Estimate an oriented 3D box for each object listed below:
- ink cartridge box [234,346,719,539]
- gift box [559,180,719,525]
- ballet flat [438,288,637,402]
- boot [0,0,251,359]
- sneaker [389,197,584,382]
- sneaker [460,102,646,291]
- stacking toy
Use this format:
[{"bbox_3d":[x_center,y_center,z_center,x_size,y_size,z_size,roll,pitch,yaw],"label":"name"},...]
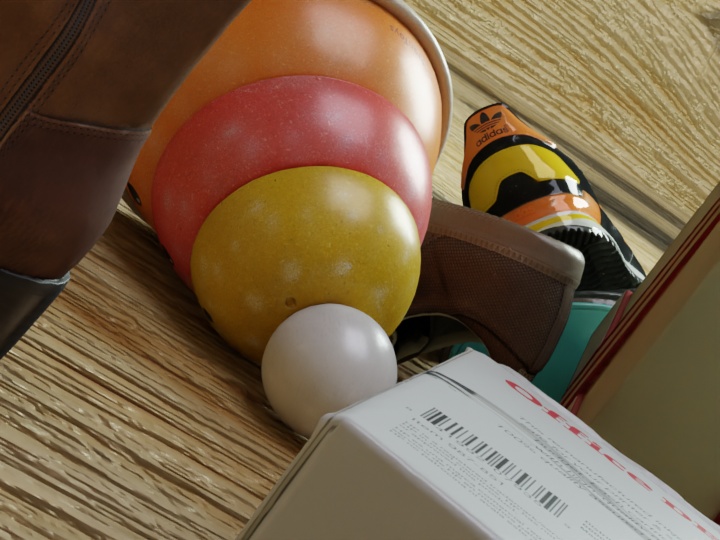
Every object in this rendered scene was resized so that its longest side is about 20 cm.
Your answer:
[{"bbox_3d":[0.047,0.102,0.630,0.145,0.084,0.200,37,10,8],"label":"ink cartridge box"},{"bbox_3d":[0.165,0.065,0.942,0.185,0.187,0.200,37,33,5],"label":"gift box"},{"bbox_3d":[0.133,0.039,1.095,0.200,0.068,0.068,-5,4,-3],"label":"ballet flat"},{"bbox_3d":[-0.112,-0.090,0.635,0.188,0.200,0.068,32,11,-27],"label":"boot"},{"bbox_3d":[0.000,0.000,1.038,0.200,0.076,0.070,16,-6,36],"label":"sneaker"},{"bbox_3d":[0.092,-0.020,1.148,0.200,0.070,0.090,51,17,-70],"label":"sneaker"},{"bbox_3d":[-0.024,-0.012,0.897,0.146,0.146,0.200,31,28,-29],"label":"stacking toy"}]
